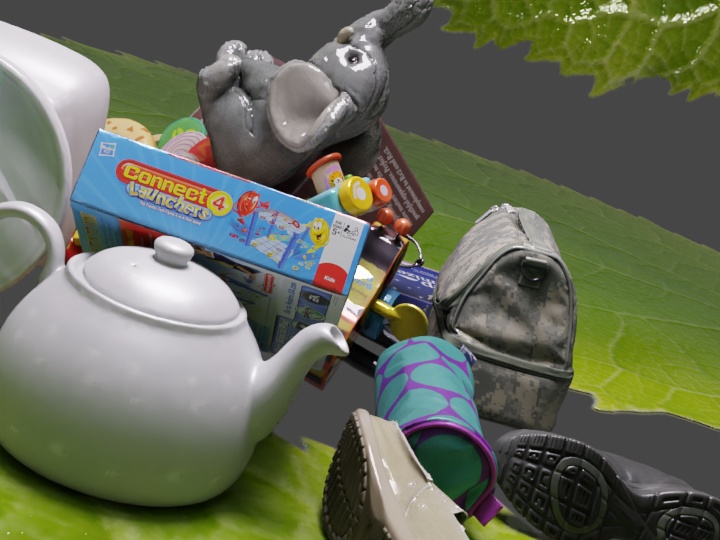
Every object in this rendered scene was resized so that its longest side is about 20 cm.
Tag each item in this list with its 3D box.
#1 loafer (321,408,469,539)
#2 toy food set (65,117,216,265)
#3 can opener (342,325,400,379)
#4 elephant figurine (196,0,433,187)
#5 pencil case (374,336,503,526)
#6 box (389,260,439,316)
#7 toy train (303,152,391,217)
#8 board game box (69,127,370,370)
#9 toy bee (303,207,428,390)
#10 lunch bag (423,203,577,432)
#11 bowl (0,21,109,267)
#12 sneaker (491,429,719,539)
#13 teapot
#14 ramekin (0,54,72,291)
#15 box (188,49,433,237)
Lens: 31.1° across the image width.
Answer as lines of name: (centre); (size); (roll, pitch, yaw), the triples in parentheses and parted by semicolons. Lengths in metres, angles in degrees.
loafer: (0.026, 0.160, 0.804); (0.067, 0.076, 0.201); (15, 23, -20)
toy food set: (-0.209, -0.073, 1.200); (0.195, 0.049, 0.201); (-3, 43, 20)
can opener: (-0.033, 0.045, 1.176); (0.198, 0.064, 0.079); (22, 13, 14)
elephant figurine: (-0.035, -0.144, 1.117); (0.198, 0.157, 0.142); (0, 28, 30)
pencil case: (0.055, 0.116, 0.971); (0.092, 0.085, 0.200); (42, 11, -10)
box: (0.074, 0.032, 1.446); (0.120, 0.033, 0.200); (18, 15, -8)
toy train: (-0.073, -0.047, 1.103); (0.198, 0.056, 0.150); (-23, 2, -9)
board game box: (-0.102, -0.007, 0.939); (0.193, 0.057, 0.200); (20, -20, -1)
toy bee: (0.000, 0.000, 1.116); (0.129, 0.109, 0.202); (13, 50, -5)
lunch bag: (0.136, 0.036, 1.218); (0.138, 0.170, 0.200); (18, 13, -2)
bowl: (-0.323, -0.104, 1.076); (0.197, 0.202, 0.075); (18, 18, -8)
sneaker: (0.182, 0.171, 0.993); (0.198, 0.077, 0.091); (24, 4, -15)
teapot: (-0.145, 0.047, 0.839); (0.198, 0.148, 0.197); (7, 18, -38)
ramekin: (-0.316, -0.081, 0.989); (0.200, 0.205, 0.094); (17, 12, -8)
box: (-0.068, -0.086, 1.300); (0.199, 0.164, 0.166); (31, -17, 42)
